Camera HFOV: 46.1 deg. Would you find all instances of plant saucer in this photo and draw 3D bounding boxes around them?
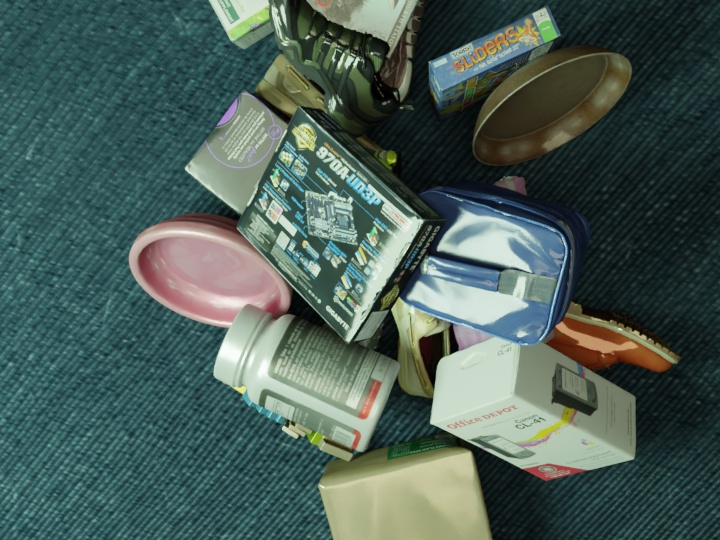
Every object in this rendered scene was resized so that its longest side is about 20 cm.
[{"bbox_3d":[-0.175,-0.003,1.019,0.197,0.202,0.051,13,55,1],"label":"plant saucer"},{"bbox_3d":[0.213,-0.192,0.971,0.198,0.200,0.035,-25,70,4],"label":"plant saucer"}]

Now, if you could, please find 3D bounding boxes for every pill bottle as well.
[{"bbox_3d":[-0.063,0.121,0.999,0.198,0.114,0.115,24,97,4],"label":"pill bottle"}]

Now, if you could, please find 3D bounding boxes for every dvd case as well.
[{"bbox_3d":[-0.022,-0.348,0.954,0.198,0.022,0.147,28,96,-2],"label":"dvd case"}]

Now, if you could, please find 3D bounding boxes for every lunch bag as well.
[{"bbox_3d":[0.130,-0.015,0.895,0.197,0.132,0.138,16,106,21],"label":"lunch bag"}]

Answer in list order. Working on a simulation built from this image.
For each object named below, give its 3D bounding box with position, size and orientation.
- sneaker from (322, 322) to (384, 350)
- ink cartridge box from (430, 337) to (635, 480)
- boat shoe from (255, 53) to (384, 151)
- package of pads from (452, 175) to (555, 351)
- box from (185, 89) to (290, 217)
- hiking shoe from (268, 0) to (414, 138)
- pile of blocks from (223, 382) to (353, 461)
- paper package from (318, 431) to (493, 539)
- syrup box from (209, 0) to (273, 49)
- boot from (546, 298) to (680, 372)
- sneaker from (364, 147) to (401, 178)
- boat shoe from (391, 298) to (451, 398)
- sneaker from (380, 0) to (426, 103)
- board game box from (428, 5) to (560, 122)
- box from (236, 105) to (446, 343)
[{"bbox_3d":[0.000,0.000,1.048,0.081,0.075,0.203,15,89,17],"label":"sneaker"},{"bbox_3d":[0.201,0.162,0.987,0.198,0.147,0.087,27,55,-25],"label":"ink cartridge box"},{"bbox_3d":[-0.033,-0.188,1.029,0.199,0.071,0.065,35,97,-1],"label":"boat shoe"},{"bbox_3d":[0.156,-0.005,1.017,0.075,0.120,0.203,-17,96,-37],"label":"package of pads"},{"bbox_3d":[-0.091,-0.106,1.023,0.199,0.106,0.123,39,96,-3],"label":"box"},{"bbox_3d":[-0.020,-0.245,0.931,0.100,0.076,0.201,-20,128,26],"label":"hiking shoe"},{"bbox_3d":[-0.084,0.160,1.065,0.198,0.082,0.063,31,97,-1],"label":"pile of blocks"},{"bbox_3d":[0.062,0.318,1.068,0.197,0.103,0.194,-13,96,4],"label":"paper package"},{"bbox_3d":[-0.082,-0.353,1.007,0.198,0.081,0.079,-30,95,6],"label":"syrup box"},{"bbox_3d":[0.290,0.099,1.055,0.197,0.075,0.109,20,100,8],"label":"boot"},{"bbox_3d":[-0.015,-0.045,0.950,0.080,0.074,0.203,19,97,15],"label":"sneaker"},{"bbox_3d":[0.082,0.062,1.038,0.073,0.066,0.203,-22,113,-38],"label":"boat shoe"},{"bbox_3d":[0.010,-0.300,0.997,0.114,0.076,0.203,3,97,-21],"label":"sneaker"},{"bbox_3d":[0.143,-0.225,0.953,0.134,0.200,0.035,-24,89,4],"label":"board game box"},{"bbox_3d":[-0.027,-0.049,0.889,0.200,0.046,0.160,43,117,25],"label":"box"}]
